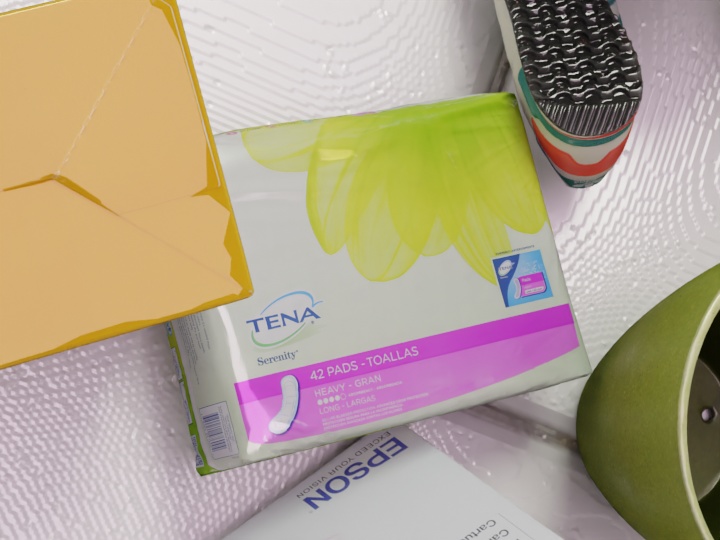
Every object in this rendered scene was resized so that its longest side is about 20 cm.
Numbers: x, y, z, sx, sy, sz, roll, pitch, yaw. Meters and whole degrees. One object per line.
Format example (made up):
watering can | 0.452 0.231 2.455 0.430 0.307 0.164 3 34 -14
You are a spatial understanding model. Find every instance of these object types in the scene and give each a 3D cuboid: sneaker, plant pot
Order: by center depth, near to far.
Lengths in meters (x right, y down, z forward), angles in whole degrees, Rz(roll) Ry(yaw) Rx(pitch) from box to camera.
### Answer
plant pot | 0.189 0.075 1.018 0.186 0.200 0.188 1 87 -20
sneaker | 0.097 -0.134 1.073 0.070 0.093 0.200 -9 62 -3

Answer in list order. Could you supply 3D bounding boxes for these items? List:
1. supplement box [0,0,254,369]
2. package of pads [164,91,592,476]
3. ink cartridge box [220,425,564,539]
supplement box | -0.178 -0.023 0.889 0.197 0.200 0.133 -16 93 -20
package of pads | 0.000 0.000 1.009 0.199 0.068 0.155 -13 85 -26
ink cartridge box | -0.002 0.169 0.947 0.196 0.200 0.043 -34 125 -19
